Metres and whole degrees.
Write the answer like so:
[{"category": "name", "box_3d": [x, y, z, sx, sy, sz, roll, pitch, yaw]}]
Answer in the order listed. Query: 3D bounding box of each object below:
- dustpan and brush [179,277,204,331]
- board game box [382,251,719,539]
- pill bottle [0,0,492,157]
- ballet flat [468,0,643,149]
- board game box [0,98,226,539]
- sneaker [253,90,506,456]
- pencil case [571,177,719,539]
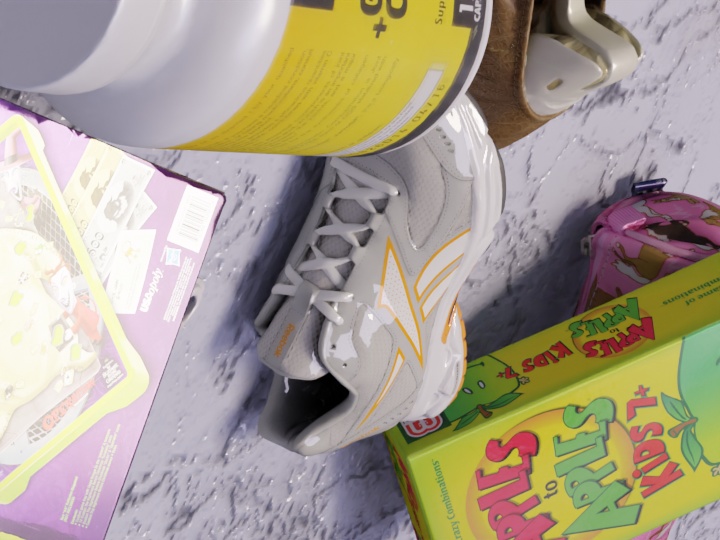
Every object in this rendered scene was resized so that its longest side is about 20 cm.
[{"category": "dustpan and brush", "box_3d": [-0.138, 0.065, 1.059, 0.200, 0.057, 0.140, -49, 149, -17]}, {"category": "board game box", "box_3d": [0.115, 0.071, 1.360, 0.199, 0.048, 0.102, -23, 127, -8]}, {"category": "pill bottle", "box_3d": [-0.049, -0.096, 0.993, 0.200, 0.112, 0.113, -1, 118, -57]}, {"category": "ballet flat", "box_3d": [0.089, -0.123, 1.219, 0.068, 0.072, 0.201, -23, 136, -43]}, {"category": "board game box", "box_3d": [-0.129, 0.047, 1.006, 0.120, 0.032, 0.201, 24, 85, -42]}, {"category": "sneaker", "box_3d": [0.000, 0.000, 1.201, 0.092, 0.076, 0.201, -30, 139, -34]}, {"category": "pencil case", "box_3d": [0.131, 0.059, 1.439, 0.083, 0.086, 0.201, -21, 134, -50]}]
